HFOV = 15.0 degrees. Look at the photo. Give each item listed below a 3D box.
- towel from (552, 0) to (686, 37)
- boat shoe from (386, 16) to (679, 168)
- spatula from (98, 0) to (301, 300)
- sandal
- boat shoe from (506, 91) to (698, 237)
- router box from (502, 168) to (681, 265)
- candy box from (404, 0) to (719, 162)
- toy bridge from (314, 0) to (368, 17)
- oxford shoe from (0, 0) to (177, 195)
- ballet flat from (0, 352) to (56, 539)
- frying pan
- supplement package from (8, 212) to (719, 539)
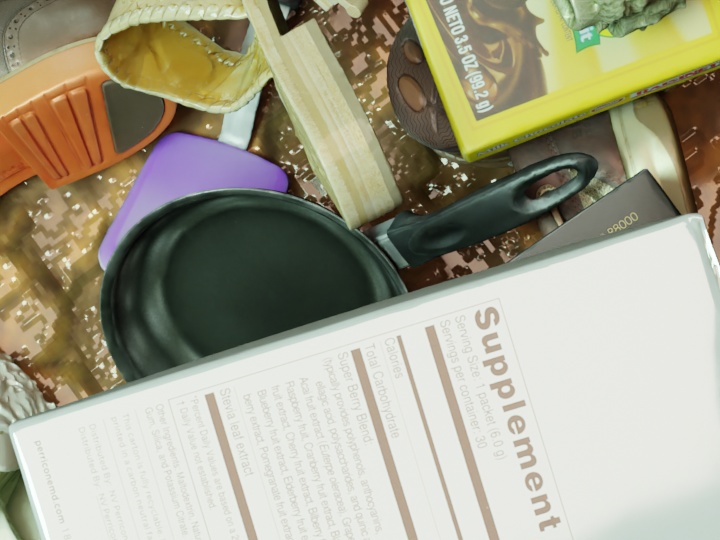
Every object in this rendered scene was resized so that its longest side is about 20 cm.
[{"bbox_3d":[0.108,-0.178,0.893,0.200,0.036,0.148,-35,91,-21],"label":"towel"},{"bbox_3d":[0.103,-0.103,0.974,0.200,0.072,0.076,-30,65,7],"label":"boat shoe"},{"bbox_3d":[-0.036,-0.083,1.011,0.057,0.021,0.200,20,83,13],"label":"spatula"},{"bbox_3d":[-0.056,-0.082,0.938,0.070,0.078,0.212,-26,46,-3],"label":"sandal"},{"bbox_3d":[0.092,0.042,0.940,0.072,0.072,0.200,-12,95,4],"label":"boat shoe"},{"bbox_3d":[0.054,0.087,0.882,0.200,0.052,0.157,-35,87,1],"label":"router box"},{"bbox_3d":[0.048,-0.147,0.918,0.102,0.026,0.200,-21,84,0],"label":"candy box"},{"bbox_3d":[-0.072,-0.148,0.864,0.200,0.027,0.067,41,56,-12],"label":"toy bridge"},{"bbox_3d":[-0.168,-0.054,1.009,0.200,0.071,0.073,-19,57,1],"label":"oxford shoe"},{"bbox_3d":[-0.122,0.098,0.971,0.072,0.072,0.200,-33,78,1],"label":"ballet flat"},{"bbox_3d":[-0.015,-0.008,0.945,0.115,0.031,0.190,32,123,-9],"label":"frying pan"},{"bbox_3d":[0.017,0.068,0.796,0.200,0.121,0.120,-17,88,2],"label":"supplement package"}]
